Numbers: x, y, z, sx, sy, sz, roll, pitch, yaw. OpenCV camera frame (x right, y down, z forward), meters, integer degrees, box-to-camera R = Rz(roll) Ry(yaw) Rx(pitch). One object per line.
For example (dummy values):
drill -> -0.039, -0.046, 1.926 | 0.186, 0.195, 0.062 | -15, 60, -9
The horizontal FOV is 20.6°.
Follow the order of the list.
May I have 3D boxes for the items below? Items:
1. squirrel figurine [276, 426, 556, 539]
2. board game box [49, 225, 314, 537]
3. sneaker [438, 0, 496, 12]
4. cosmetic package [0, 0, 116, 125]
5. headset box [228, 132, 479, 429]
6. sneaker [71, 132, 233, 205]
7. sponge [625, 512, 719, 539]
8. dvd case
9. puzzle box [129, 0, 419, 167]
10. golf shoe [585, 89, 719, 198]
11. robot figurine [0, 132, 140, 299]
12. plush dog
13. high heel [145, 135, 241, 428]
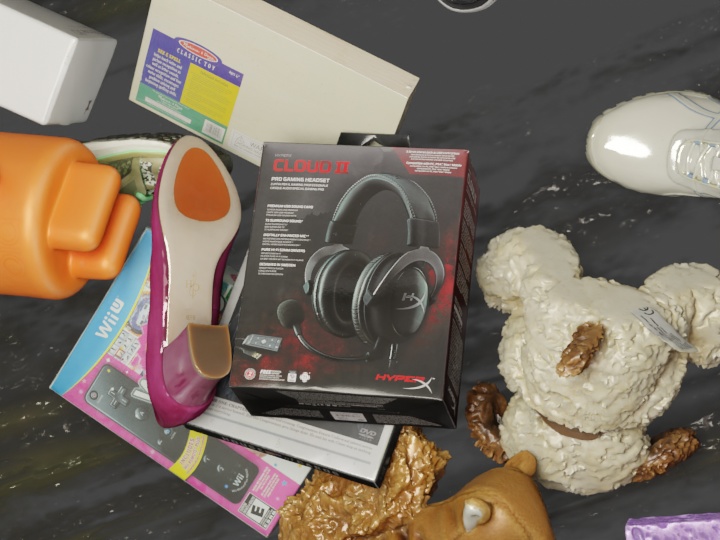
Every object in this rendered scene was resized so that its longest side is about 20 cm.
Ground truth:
squirrel figurine -> 0.042, 0.187, 1.400 | 0.200, 0.141, 0.187 | 50, 129, 11
board game box -> -0.109, 0.081, 1.481 | 0.199, 0.064, 0.148 | 34, 100, 6
sneaker -> 0.065, -0.282, 1.381 | 0.075, 0.114, 0.202 | -5, 95, 11
cosmetic package -> -0.293, -0.179, 1.468 | 0.199, 0.101, 0.072 | 25, 99, 7
headset box -> 0.000, 0.000, 1.364 | 0.148, 0.077, 0.201 | 4, 71, 11
sneaker -> -0.186, -0.056, 1.478 | 0.199, 0.077, 0.089 | -4, 97, 19
sponge -> 0.295, 0.229, 1.437 | 0.199, 0.030, 0.112 | -6, 96, 12
dvd case -> -0.023, 0.039, 1.407 | 0.149, 0.025, 0.201 | 15, 73, 15
puzzle box -> -0.066, -0.131, 1.425 | 0.199, 0.025, 0.133 | 27, 140, 3
golf shoe -> 0.253, -0.082, 1.377 | 0.199, 0.097, 0.079 | 6, 99, 12
robot figurine -> -0.259, -0.042, 1.405 | 0.199, 0.144, 0.118 | 5, 100, 21
plush dog -> 0.161, 0.086, 1.401 | 0.199, 0.161, 0.173 | 12, 125, 11
high heel -> -0.130, 0.007, 1.391 | 0.067, 0.096, 0.201 | 13, 57, -24
